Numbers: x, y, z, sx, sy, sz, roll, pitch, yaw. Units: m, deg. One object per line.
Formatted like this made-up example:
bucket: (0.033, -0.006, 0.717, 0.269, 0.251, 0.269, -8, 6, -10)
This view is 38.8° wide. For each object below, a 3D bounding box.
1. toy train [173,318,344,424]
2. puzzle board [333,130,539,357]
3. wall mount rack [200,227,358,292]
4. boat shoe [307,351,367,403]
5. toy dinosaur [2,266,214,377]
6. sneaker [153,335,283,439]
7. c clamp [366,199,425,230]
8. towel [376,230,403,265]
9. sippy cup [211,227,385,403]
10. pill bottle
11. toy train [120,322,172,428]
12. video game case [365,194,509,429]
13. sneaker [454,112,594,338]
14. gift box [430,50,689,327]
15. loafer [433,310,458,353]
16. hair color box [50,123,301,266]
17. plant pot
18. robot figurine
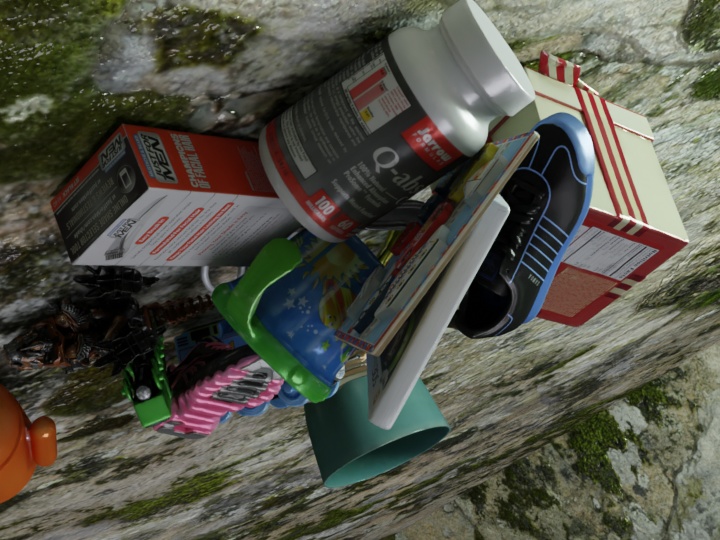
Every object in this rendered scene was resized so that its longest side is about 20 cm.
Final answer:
toy train: (-0.111, 0.100, 1.132, 0.200, 0.115, 0.087, -16, 175, 28)
puzzle board: (0.051, -0.024, 0.797, 0.200, 0.017, 0.151, -54, -171, -6)
wall mount rack: (-0.053, -0.024, 1.021, 0.200, 0.075, 0.174, -8, 121, -40)
boat shoe: (-0.013, 0.085, 1.185, 0.200, 0.072, 0.076, -35, 137, 11)
toy dinosaur: (-0.239, 0.047, 0.986, 0.200, 0.102, 0.136, -36, 180, -22)
sneaker: (-0.149, 0.102, 1.055, 0.079, 0.096, 0.200, 24, 141, -34)
c clamp: (0.000, 0.000, 1.013, 0.171, 0.027, 0.200, -11, 124, -27)
towel: (0.051, -0.010, 1.135, 0.086, 0.018, 0.200, -59, 164, 9)
sippy cup: (-0.041, 0.025, 0.912, 0.130, 0.140, 0.178, -45, -172, -1)
pill bottle: (0.028, -0.119, 0.808, 0.200, 0.116, 0.116, -33, 158, 20)
toy train: (-0.211, 0.103, 1.030, 0.042, 0.057, 0.200, -21, -165, -5)
video game case: (0.057, 0.013, 0.861, 0.200, 0.023, 0.182, -62, -173, 13)
sneaker: (0.131, -0.030, 0.841, 0.078, 0.070, 0.200, -19, 130, -46)
gift box: (0.176, -0.082, 0.981, 0.200, 0.187, 0.185, 20, 136, -32)
loafer: (0.117, 0.036, 1.282, 0.200, 0.068, 0.076, -43, 168, -25)
hair color box: (-0.137, -0.056, 0.847, 0.111, 0.064, 0.200, -37, 159, 32)
plant pot: (0.008, 0.201, 1.499, 0.200, 0.161, 0.201, -22, 159, -9)
robot figurine: (-0.392, 0.172, 1.039, 0.117, 0.144, 0.200, -53, 170, -23)
